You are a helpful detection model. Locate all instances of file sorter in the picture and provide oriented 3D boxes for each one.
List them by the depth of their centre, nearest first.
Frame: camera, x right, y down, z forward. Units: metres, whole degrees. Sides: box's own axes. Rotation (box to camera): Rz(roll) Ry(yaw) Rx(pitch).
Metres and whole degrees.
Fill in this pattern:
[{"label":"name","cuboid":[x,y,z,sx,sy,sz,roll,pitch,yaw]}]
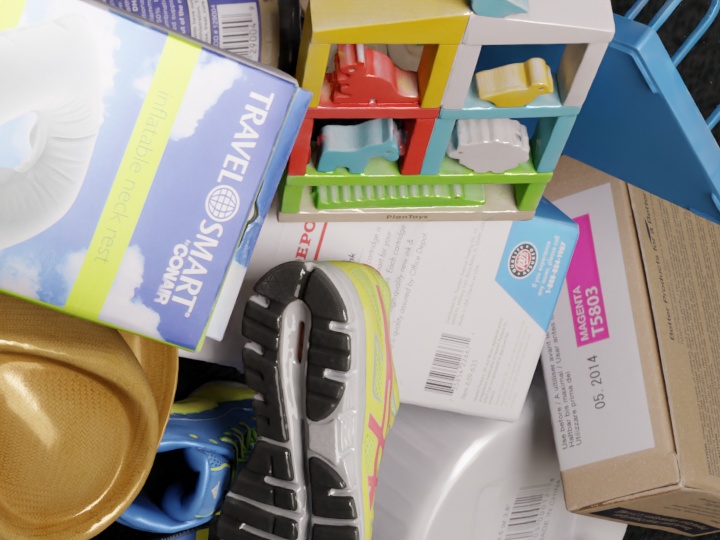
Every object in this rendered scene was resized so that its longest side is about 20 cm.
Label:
[{"label":"file sorter","cuboid":[0.127,-0.135,0.945,0.123,0.200,0.139,-49,134,-10]}]

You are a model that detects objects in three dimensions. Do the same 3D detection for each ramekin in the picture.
[{"label":"ramekin","cuboid":[0.070,0.135,1.133,0.200,0.098,0.201,-19,124,-31]}]

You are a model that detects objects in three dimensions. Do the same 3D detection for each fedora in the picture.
[{"label":"fedora","cuboid":[-0.148,0.059,0.822,0.200,0.082,0.202,-15,117,-32]}]

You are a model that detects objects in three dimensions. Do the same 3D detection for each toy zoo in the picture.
[{"label":"toy zoo","cuboid":[0.034,-0.077,0.856,0.130,0.021,0.200,-1,153,-8]}]

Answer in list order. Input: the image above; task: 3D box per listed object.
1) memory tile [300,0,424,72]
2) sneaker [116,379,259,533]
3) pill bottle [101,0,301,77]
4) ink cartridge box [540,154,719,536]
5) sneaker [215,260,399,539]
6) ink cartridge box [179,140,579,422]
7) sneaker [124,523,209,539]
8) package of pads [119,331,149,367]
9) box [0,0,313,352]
[{"label":"memory tile","cuboid":[0.022,-0.191,0.978,0.153,0.017,0.201,-28,127,-25]},{"label":"sneaker","cuboid":[-0.084,0.106,0.988,0.199,0.105,0.076,6,106,-40]},{"label":"pill bottle","cuboid":[-0.134,-0.103,0.833,0.199,0.112,0.112,-9,118,-35]},{"label":"ink cartridge box","cuboid":[0.167,0.042,1.087,0.164,0.075,0.201,20,58,-53]},{"label":"sneaker","cuboid":[-0.014,0.087,0.946,0.090,0.078,0.201,-27,129,-61]},{"label":"ink cartridge box","cuboid":[0.000,0.000,1.001,0.199,0.067,0.116,12,106,-18]},{"label":"sneaker","cuboid":[-0.116,0.172,0.941,0.200,0.066,0.079,11,68,-74]},{"label":"package of pads","cuboid":[-0.195,0.033,0.881,0.199,0.076,0.121,-27,127,-25]},{"label":"box","cuboid":[-0.117,-0.048,0.758,0.199,0.048,0.123,19,95,-26]}]
